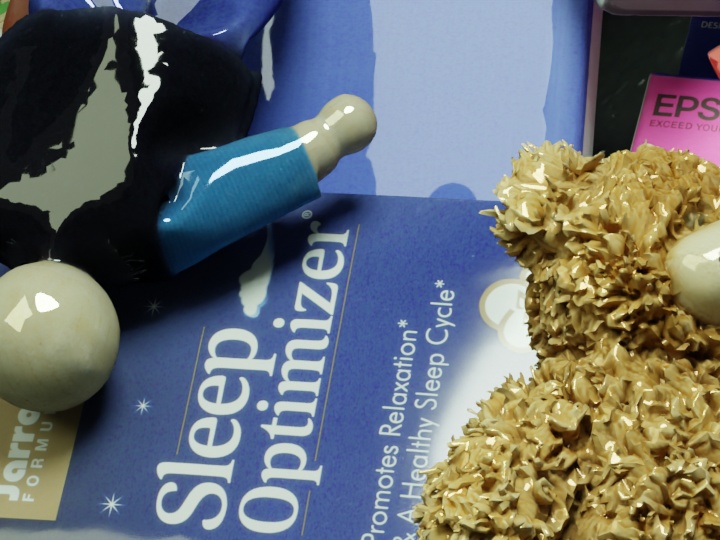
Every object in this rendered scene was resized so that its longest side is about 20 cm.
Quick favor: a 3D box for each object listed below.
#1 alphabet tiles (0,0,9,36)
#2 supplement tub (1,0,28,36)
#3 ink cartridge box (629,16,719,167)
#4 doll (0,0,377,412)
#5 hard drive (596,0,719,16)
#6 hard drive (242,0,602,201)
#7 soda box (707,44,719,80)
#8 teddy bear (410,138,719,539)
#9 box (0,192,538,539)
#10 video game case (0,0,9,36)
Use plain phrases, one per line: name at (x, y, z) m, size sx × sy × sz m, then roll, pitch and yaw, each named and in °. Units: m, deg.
alphabet tiles at (-0.177, -0.112, 1.094) m, size 0.166 × 0.006 × 0.201 m, roll -22°, pitch 45°, yaw 25°
supplement tub at (-0.022, -0.061, 0.868) m, size 0.199 × 0.107 × 0.107 m, roll 16°, pitch 68°, yaw 40°
ink cartridge box at (0.118, 0.001, 0.739) m, size 0.094 × 0.037 × 0.201 m, roll 7°, pitch 58°, yaw 19°
doll at (-0.060, -0.051, 0.720) m, size 0.136 × 0.049 × 0.201 m, roll 11°, pitch 59°, yaw 12°
hard drive at (0.084, -0.160, 0.801) m, size 0.027 × 0.131 × 0.201 m, roll -55°, pitch 51°, yaw 41°
hard drive at (0.000, 0.000, 0.764) m, size 0.131 × 0.025 × 0.202 m, roll 2°, pitch 80°, yaw 19°
soda box at (0.163, 0.017, 0.631) m, size 0.063 × 0.070 × 0.201 m, roll -33°, pitch 62°, yaw 16°
teddy bear at (0.077, 0.062, 0.622) m, size 0.067 × 0.144 × 0.201 m, roll -43°, pitch 25°, yaw 64°
box at (-0.031, 0.034, 0.707) m, size 0.199 × 0.032 × 0.122 m, roll 2°, pitch 57°, yaw 13°
video game case at (-0.147, -0.112, 1.092) m, size 0.182 × 0.023 × 0.200 m, roll 22°, pitch 72°, yaw 48°
